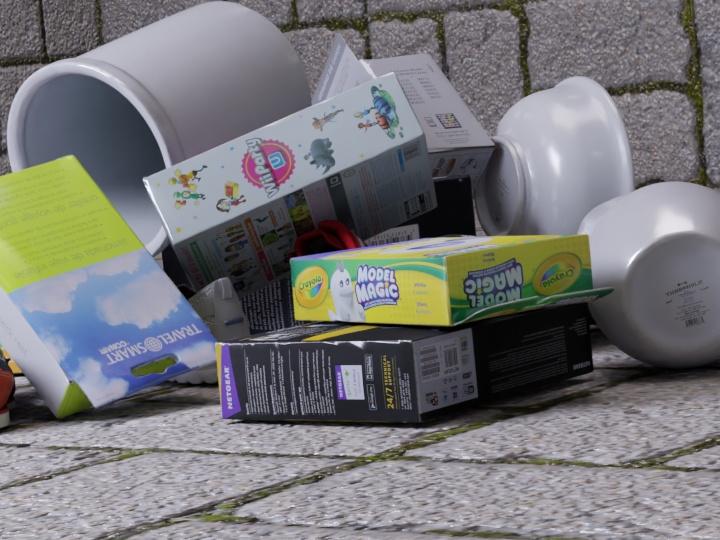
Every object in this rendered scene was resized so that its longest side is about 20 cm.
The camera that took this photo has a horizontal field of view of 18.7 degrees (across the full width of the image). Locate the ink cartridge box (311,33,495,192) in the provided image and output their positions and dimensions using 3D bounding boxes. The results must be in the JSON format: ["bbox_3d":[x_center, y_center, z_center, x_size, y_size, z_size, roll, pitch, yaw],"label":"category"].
[{"bbox_3d":[0.020,-0.098,2.042,0.084,0.200,0.176,-8,49,-32],"label":"ink cartridge box"}]

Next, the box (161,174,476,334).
[{"bbox_3d":[-0.035,-0.011,1.884,0.200,0.123,0.198,-10,8,-41],"label":"box"}]

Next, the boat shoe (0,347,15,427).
[{"bbox_3d":[-0.272,0.071,1.492,0.071,0.063,0.200,-8,4,-12],"label":"boat shoe"}]

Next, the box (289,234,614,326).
[{"bbox_3d":[0.056,0.006,1.374,0.117,0.048,0.200,-9,7,-34],"label":"box"}]

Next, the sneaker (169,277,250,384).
[{"bbox_3d":[-0.154,0.039,1.630,0.200,0.082,0.075,-1,6,38],"label":"sneaker"}]

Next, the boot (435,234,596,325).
[{"bbox_3d":[0.122,0.009,1.652,0.200,0.066,0.165,2,0,-39],"label":"boot"}]

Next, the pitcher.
[{"bbox_3d":[0.232,-0.013,1.474,0.171,0.121,0.200,-23,8,7],"label":"pitcher"}]

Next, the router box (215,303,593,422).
[{"bbox_3d":[0.031,0.056,1.398,0.157,0.052,0.200,-2,5,38],"label":"router box"}]

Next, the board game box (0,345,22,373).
[{"bbox_3d":[-0.255,0.067,1.769,0.200,0.030,0.096,-1,5,16],"label":"board game box"}]

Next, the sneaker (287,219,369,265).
[{"bbox_3d":[0.000,0.000,1.660,0.078,0.116,0.200,-48,11,-7],"label":"sneaker"}]

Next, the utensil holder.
[{"bbox_3d":[-0.156,-0.116,1.767,0.170,0.170,0.200,-2,21,37],"label":"utensil holder"}]

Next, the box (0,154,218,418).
[{"bbox_3d":[-0.196,0.016,1.497,0.122,0.200,0.048,-21,-29,-39],"label":"box"}]

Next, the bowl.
[{"bbox_3d":[0.162,-0.076,1.978,0.090,0.201,0.201,-3,3,-22],"label":"bowl"}]

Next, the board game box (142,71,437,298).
[{"bbox_3d":[-0.048,-0.056,1.634,0.200,0.064,0.148,-25,-22,-4],"label":"board game box"}]
